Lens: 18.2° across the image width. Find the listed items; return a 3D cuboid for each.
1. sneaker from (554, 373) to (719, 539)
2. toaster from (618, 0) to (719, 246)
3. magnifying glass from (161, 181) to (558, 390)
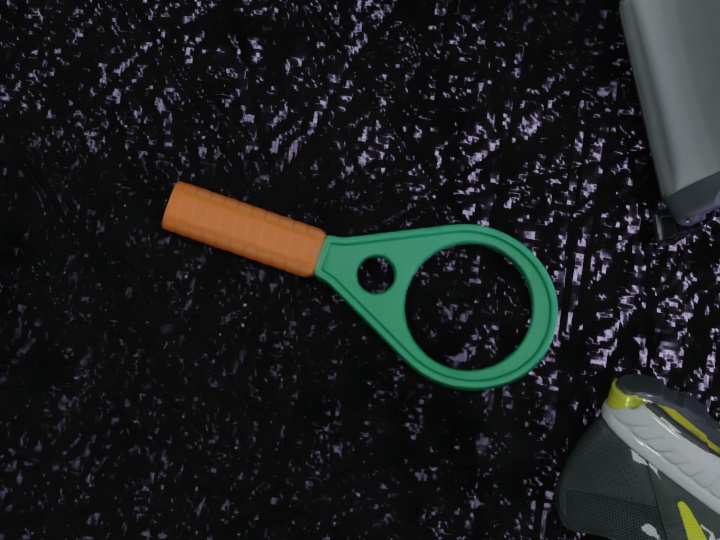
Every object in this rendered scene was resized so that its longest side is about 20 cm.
[{"bbox_3d":[0.179,0.135,1.065,0.200,0.074,0.085,40,110,1],"label":"sneaker"},{"bbox_3d":[0.203,-0.102,1.045,0.113,0.200,0.130,-4,75,-44],"label":"toaster"},{"bbox_3d":[0.000,0.000,1.103,0.199,0.022,0.080,19,84,2],"label":"magnifying glass"}]
